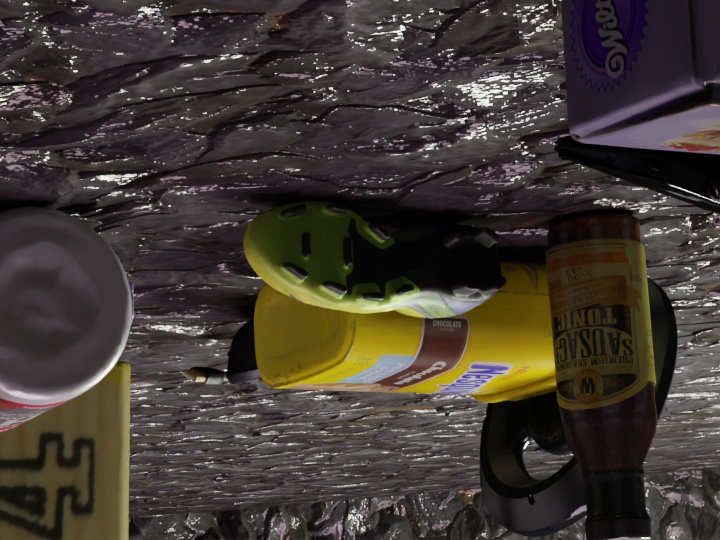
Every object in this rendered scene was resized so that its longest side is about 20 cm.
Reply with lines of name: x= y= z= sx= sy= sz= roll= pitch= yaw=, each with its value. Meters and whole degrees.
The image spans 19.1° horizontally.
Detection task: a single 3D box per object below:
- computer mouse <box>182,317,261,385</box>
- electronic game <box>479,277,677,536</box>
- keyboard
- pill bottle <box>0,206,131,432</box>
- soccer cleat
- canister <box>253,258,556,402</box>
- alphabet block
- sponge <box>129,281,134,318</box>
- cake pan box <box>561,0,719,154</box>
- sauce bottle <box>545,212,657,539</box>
computer mouse: x=-0.078 y=0.057 z=1.607 sx=0.139 sy=0.046 sz=0.200 roll=-13 pitch=179 yaw=18
electronic game: x=0.149 y=0.091 z=1.495 sx=0.041 sy=0.201 sz=0.199 roll=29 pitch=154 yaw=-24
keyboard: x=0.196 y=-0.056 z=1.194 sx=0.103 sy=0.040 sz=0.199 roll=17 pitch=-177 yaw=33
pill bottle: x=-0.216 y=0.037 z=1.260 sx=0.110 sy=0.112 sz=0.200 roll=1 pitch=168 yaw=-25
soccer cleat: x=0.000 y=0.001 z=1.278 sx=0.199 sy=0.065 sz=0.083 roll=4 pitch=162 yaw=-44
canister: x=0.045 y=0.038 z=1.442 sx=0.198 sy=0.087 sz=0.148 roll=4 pitch=166 yaw=-30
alphabet block: x=-0.295 y=0.166 z=1.595 sx=0.195 sy=0.202 sz=0.195 roll=2 pitch=176 yaw=-35
sponge: x=-0.258 y=0.035 z=1.448 sx=0.198 sy=0.030 sz=0.112 roll=-2 pitch=170 yaw=-14
cake pan box: x=0.129 y=-0.113 z=0.429 sx=0.198 sy=0.186 sz=0.052 roll=0 pitch=173 yaw=-27
sauce bottle: x=0.153 y=0.067 z=1.329 sx=0.065 sy=0.202 sz=0.066 roll=-5 pitch=168 yaw=-1
